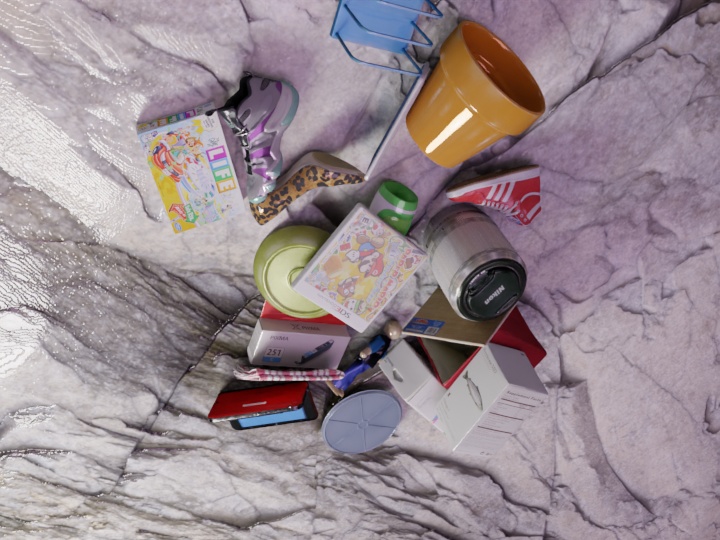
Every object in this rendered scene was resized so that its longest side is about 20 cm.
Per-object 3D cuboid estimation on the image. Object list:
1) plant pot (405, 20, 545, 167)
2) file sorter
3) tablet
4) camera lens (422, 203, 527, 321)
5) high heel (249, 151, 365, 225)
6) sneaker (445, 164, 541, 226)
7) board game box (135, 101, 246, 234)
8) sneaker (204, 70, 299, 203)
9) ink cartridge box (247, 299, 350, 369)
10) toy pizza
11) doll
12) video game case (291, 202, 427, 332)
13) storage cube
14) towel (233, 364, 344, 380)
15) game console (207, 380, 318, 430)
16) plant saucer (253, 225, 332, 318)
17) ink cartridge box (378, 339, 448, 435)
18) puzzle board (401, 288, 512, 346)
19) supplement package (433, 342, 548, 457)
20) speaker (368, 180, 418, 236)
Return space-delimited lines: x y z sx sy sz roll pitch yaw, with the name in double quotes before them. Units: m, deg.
"plant pot" 0.179 -0.280 1.344 0.198 0.203 0.183 22 131 -33
"file sorter" 0.058 -0.421 1.219 0.136 0.123 0.203 5 124 -25
"tablet" 0.063 -0.255 1.352 0.013 0.131 0.202 28 116 -5
"camera lens" 0.220 -0.014 1.545 0.157 0.201 0.162 -10 129 -13
"high heel" -0.095 -0.135 1.406 0.196 0.072 0.145 9 117 -8
"sneaker" 0.264 -0.130 1.536 0.196 0.071 0.115 -14 103 -13
"board game box" -0.281 -0.169 1.336 0.132 0.034 0.202 -19 130 -8
"sneaker" -0.189 -0.219 1.280 0.138 0.077 0.204 13 94 -34
"ink cartridge box" -0.113 0.118 1.619 0.196 0.045 0.178 6 124 -26
"toy pizza" 0.002 0.347 1.850 0.196 0.032 0.203 -11 128 -14
"doll" 0.014 0.185 1.698 0.200 0.049 0.136 -43 161 0
"video game case" 0.000 0.000 1.468 0.181 0.023 0.201 33 105 -31
"storage cube" 0.260 0.155 1.712 0.178 0.172 0.201 25 114 -35
"towel" -0.146 0.209 1.623 0.196 0.146 0.031 4 83 -28
"game console" -0.198 0.306 1.657 0.196 0.173 0.121 -9 105 5
"plant saucer" -0.108 0.012 1.500 0.195 0.031 0.203 2 121 4
"ink cartridge box" 0.148 0.265 1.763 0.088 0.145 0.200 -46 128 3
"puzzle board" 0.198 0.094 1.591 0.151 0.197 0.018 -46 126 -37
"supplement package" 0.260 0.263 1.604 0.116 0.118 0.201 16 121 -31
"speaker" 0.035 -0.065 1.510 0.087 0.089 0.202 11 121 -28
